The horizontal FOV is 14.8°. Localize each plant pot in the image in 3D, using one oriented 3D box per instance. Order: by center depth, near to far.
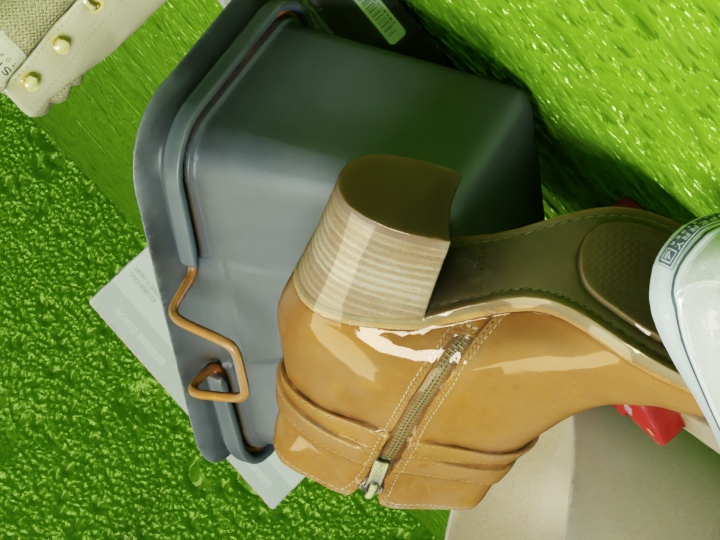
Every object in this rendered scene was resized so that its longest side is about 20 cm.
[{"bbox_3d":[0.128,0.141,1.317,0.134,0.201,0.200,12,180,-11],"label":"plant pot"}]

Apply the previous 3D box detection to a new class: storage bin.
[{"bbox_3d":[0.000,0.000,1.161,0.134,0.146,0.200,12,134,25],"label":"storage bin"}]

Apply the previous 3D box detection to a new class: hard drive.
[{"bbox_3d":[-0.007,-0.100,1.284,0.140,0.038,0.200,50,174,-17],"label":"hard drive"}]

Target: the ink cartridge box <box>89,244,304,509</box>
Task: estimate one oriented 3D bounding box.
[{"bbox_3d":[-0.049,0.016,1.644,0.200,0.174,0.044,52,172,-33],"label":"ink cartridge box"}]

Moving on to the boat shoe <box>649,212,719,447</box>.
[{"bbox_3d":[0.179,0.069,0.973,0.202,0.075,0.086,61,165,-23],"label":"boat shoe"}]

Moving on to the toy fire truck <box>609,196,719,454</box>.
[{"bbox_3d":[0.148,0.059,1.167,0.141,0.049,0.200,44,172,21],"label":"toy fire truck"}]

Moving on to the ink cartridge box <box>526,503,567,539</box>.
[{"bbox_3d":[0.130,0.196,1.441,0.145,0.200,0.085,46,174,4],"label":"ink cartridge box"}]

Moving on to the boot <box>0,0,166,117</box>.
[{"bbox_3d":[-0.114,-0.142,1.188,0.073,0.155,0.200,47,174,4],"label":"boot"}]

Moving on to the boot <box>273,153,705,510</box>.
[{"bbox_3d":[0.064,0.045,1.073,0.200,0.074,0.155,22,134,6],"label":"boot"}]
